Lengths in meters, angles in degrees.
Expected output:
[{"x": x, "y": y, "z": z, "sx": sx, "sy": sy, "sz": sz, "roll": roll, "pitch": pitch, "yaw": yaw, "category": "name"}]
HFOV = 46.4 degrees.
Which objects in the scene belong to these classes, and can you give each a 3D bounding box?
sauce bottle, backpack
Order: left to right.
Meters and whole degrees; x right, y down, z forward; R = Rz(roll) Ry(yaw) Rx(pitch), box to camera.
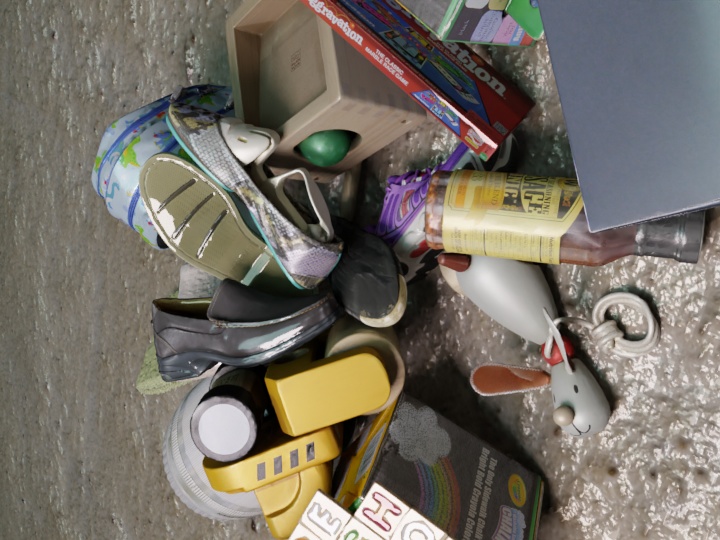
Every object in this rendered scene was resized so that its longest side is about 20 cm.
[{"x": -0.176, "y": -0.106, "z": 0.865, "sx": 0.152, "sy": 0.201, "sz": 0.164, "roll": 31, "pitch": 130, "yaw": -5, "category": "backpack"}, {"x": 0.147, "y": -0.037, "z": 0.620, "sx": 0.196, "sy": 0.066, "sz": 0.067, "roll": 6, "pitch": 104, "yaw": 17, "category": "sauce bottle"}]

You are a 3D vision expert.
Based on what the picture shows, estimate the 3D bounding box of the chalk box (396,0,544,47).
[{"x": 0.090, "y": -0.253, "z": 0.636, "sx": 0.200, "sy": 0.123, "sz": 0.126, "roll": 48, "pitch": 128, "yaw": 27, "category": "chalk box"}]

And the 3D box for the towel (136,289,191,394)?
[{"x": -0.207, "y": 0.075, "z": 1.035, "sx": 0.199, "sy": 0.036, "sz": 0.151, "roll": -24, "pitch": 45, "yaw": 45, "category": "towel"}]

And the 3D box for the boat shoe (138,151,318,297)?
[{"x": -0.123, "y": -0.034, "z": 0.778, "sx": 0.075, "sy": 0.200, "sz": 0.069, "roll": -42, "pitch": 21, "yaw": 9, "category": "boat shoe"}]

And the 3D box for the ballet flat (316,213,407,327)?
[{"x": 0.000, "y": 0.000, "z": 0.761, "sx": 0.057, "sy": 0.066, "sz": 0.200, "roll": 50, "pitch": 179, "yaw": -29, "category": "ballet flat"}]

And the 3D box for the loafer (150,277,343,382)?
[{"x": -0.108, "y": 0.043, "z": 0.733, "sx": 0.197, "sy": 0.073, "sz": 0.073, "roll": -16, "pitch": 99, "yaw": 25, "category": "loafer"}]

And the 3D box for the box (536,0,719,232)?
[{"x": 0.208, "y": -0.114, "z": 0.482, "sx": 0.106, "sy": 0.198, "sz": 0.151, "roll": -14, "pitch": 88, "yaw": 46, "category": "box"}]

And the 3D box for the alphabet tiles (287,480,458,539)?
[{"x": 0.003, "y": 0.268, "z": 0.641, "sx": 0.166, "sy": 0.008, "sz": 0.202, "roll": 33, "pitch": 105, "yaw": 10, "category": "alphabet tiles"}]

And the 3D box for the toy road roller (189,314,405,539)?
[{"x": -0.044, "y": 0.138, "z": 0.738, "sx": 0.197, "sy": 0.123, "sz": 0.148, "roll": -21, "pitch": 100, "yaw": 3, "category": "toy road roller"}]

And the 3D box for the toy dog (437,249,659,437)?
[{"x": 0.125, "y": 0.038, "z": 0.676, "sx": 0.200, "sy": 0.095, "sz": 0.133, "roll": 46, "pitch": 128, "yaw": 30, "category": "toy dog"}]

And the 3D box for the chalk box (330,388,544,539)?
[{"x": 0.073, "y": 0.225, "z": 0.724, "sx": 0.198, "sy": 0.125, "sz": 0.124, "roll": 33, "pitch": 131, "yaw": -5, "category": "chalk box"}]

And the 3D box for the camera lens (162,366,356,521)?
[{"x": -0.110, "y": 0.169, "z": 0.907, "sx": 0.200, "sy": 0.158, "sz": 0.162, "roll": -41, "pitch": 69, "yaw": 43, "category": "camera lens"}]

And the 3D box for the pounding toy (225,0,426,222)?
[{"x": -0.026, "y": -0.160, "z": 0.788, "sx": 0.183, "sy": 0.140, "sz": 0.204, "roll": -25, "pitch": 69, "yaw": 47, "category": "pounding toy"}]

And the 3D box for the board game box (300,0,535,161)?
[{"x": 0.044, "y": -0.174, "z": 0.662, "sx": 0.199, "sy": 0.103, "sz": 0.020, "roll": 41, "pitch": 128, "yaw": 3, "category": "board game box"}]

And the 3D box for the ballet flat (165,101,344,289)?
[{"x": -0.082, "y": -0.080, "z": 0.724, "sx": 0.201, "sy": 0.072, "sz": 0.072, "roll": 51, "pitch": 134, "yaw": -2, "category": "ballet flat"}]

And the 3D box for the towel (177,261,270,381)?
[{"x": -0.122, "y": 0.018, "z": 0.866, "sx": 0.035, "sy": 0.130, "sz": 0.202, "roll": 68, "pitch": -166, "yaw": -46, "category": "towel"}]

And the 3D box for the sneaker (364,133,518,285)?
[{"x": 0.057, "y": -0.065, "z": 0.744, "sx": 0.200, "sy": 0.080, "sz": 0.084, "roll": -46, "pitch": 60, "yaw": 42, "category": "sneaker"}]
